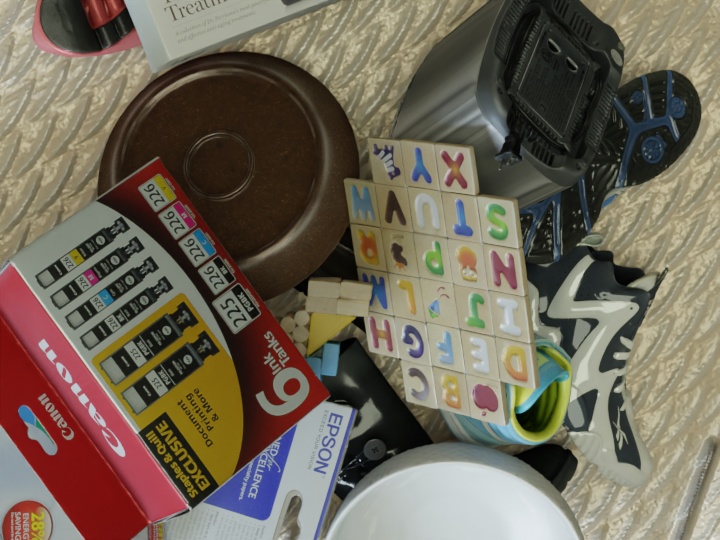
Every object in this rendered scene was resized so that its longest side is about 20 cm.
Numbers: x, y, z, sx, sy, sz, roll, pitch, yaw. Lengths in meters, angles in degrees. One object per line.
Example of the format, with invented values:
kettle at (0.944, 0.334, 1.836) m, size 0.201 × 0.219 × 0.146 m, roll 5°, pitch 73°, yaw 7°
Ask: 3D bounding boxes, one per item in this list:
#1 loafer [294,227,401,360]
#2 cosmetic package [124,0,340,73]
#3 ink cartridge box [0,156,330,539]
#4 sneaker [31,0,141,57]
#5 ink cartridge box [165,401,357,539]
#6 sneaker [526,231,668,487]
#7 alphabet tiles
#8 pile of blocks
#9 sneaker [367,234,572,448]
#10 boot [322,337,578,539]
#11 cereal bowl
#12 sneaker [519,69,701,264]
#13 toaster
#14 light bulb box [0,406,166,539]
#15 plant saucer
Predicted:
loafer at (0.000, 0.000, 1.325) m, size 0.200 × 0.073 × 0.072 m, roll 37°, pitch 76°, yaw -16°
cosmetic package at (-0.083, -0.247, 1.235) m, size 0.199 × 0.052 × 0.152 m, roll -25°, pitch 94°, yaw -22°
ink cartridge box at (-0.152, 0.061, 1.154) m, size 0.175 × 0.084 × 0.201 m, roll -38°, pitch 93°, yaw -29°
sneaker at (-0.153, -0.205, 1.276) m, size 0.199 × 0.087 × 0.074 m, roll -20°, pitch 95°, yaw -23°
ink cartridge box at (-0.117, 0.174, 1.302) m, size 0.199 × 0.047 × 0.199 m, roll 15°, pitch 82°, yaw 15°
sneaker at (0.197, 0.059, 1.332) m, size 0.129 × 0.079 × 0.200 m, roll -34°, pitch 90°, yaw 13°
alphabet tiles at (0.054, 0.007, 1.210) m, size 0.006 × 0.166 × 0.202 m, roll -24°, pitch 113°, yaw -39°
pile of blocks at (-0.068, 0.074, 1.265) m, size 0.199 × 0.062 × 0.082 m, roll -33°, pitch 93°, yaw 4°
sneaker at (0.088, 0.039, 1.250) m, size 0.079 × 0.130 × 0.201 m, roll -35°, pitch 105°, yaw -23°
boot at (0.048, 0.130, 1.352) m, size 0.165 × 0.066 × 0.200 m, roll -40°, pitch 95°, yaw 3°
cereal bowl at (0.070, 0.215, 1.295) m, size 0.198 × 0.083 × 0.202 m, roll 1°, pitch 109°, yaw 4°
sneaker at (0.172, -0.084, 1.311) m, size 0.200 × 0.077 × 0.076 m, roll -38°, pitch 103°, yaw -14°
toaster at (0.099, -0.111, 1.239) m, size 0.113 × 0.201 × 0.129 m, roll 40°, pitch 137°, yaw -19°
light bulb box at (-0.253, 0.130, 1.253) m, size 0.198 × 0.125 × 0.200 m, roll -7°, pitch 75°, yaw 10°
plant saucer at (-0.101, -0.073, 1.271) m, size 0.199 × 0.035 × 0.202 m, roll -3°, pitch 73°, yaw 9°
